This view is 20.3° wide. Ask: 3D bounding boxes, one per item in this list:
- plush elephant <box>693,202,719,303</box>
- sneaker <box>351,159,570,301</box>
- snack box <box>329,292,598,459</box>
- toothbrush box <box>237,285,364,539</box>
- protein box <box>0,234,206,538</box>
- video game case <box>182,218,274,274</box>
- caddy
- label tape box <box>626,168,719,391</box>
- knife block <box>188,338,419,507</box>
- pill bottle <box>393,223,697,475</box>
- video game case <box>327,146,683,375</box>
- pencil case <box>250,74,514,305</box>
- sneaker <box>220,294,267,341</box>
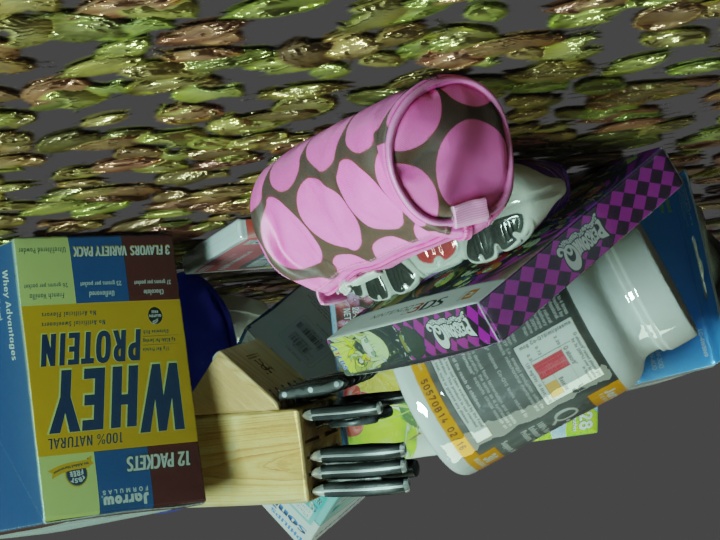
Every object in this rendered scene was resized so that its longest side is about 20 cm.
[{"bbox_3d":[0.352,-0.002,1.616,0.164,0.155,0.200,34,160,37],"label":"plush elephant"},{"bbox_3d":[0.057,-0.031,1.347,0.199,0.081,0.083,-9,-174,41],"label":"sneaker"},{"bbox_3d":[0.079,0.054,1.529,0.198,0.170,0.068,-9,-144,-4],"label":"snack box"},{"bbox_3d":[-0.045,0.124,1.701,0.085,0.146,0.200,-37,168,-31],"label":"toothbrush box"},{"bbox_3d":[-0.233,0.090,1.475,0.134,0.200,0.199,-2,171,-39],"label":"protein box"},{"bbox_3d":[-0.021,-0.023,1.527,0.199,0.018,0.143,-5,171,-23],"label":"video game case"},{"bbox_3d":[-0.172,0.095,1.635,0.140,0.201,0.105,-1,154,-26],"label":"caddy"},{"bbox_3d":[0.208,0.015,1.531,0.066,0.144,0.200,-12,174,-9],"label":"label tape box"},{"bbox_3d":[-0.053,0.144,1.482,0.201,0.175,0.064,-55,162,22],"label":"knife block"},{"bbox_3d":[0.129,0.052,1.424,0.199,0.117,0.116,-29,168,11],"label":"pill bottle"},{"bbox_3d":[0.096,-0.005,1.359,0.200,0.036,0.181,-38,-168,-32],"label":"video game case"},{"bbox_3d":[0.012,-0.042,1.137,0.090,0.094,0.200,-4,171,-24],"label":"pencil case"},{"bbox_3d":[-0.148,0.082,1.819,0.073,0.116,0.199,-14,171,32],"label":"sneaker"}]
